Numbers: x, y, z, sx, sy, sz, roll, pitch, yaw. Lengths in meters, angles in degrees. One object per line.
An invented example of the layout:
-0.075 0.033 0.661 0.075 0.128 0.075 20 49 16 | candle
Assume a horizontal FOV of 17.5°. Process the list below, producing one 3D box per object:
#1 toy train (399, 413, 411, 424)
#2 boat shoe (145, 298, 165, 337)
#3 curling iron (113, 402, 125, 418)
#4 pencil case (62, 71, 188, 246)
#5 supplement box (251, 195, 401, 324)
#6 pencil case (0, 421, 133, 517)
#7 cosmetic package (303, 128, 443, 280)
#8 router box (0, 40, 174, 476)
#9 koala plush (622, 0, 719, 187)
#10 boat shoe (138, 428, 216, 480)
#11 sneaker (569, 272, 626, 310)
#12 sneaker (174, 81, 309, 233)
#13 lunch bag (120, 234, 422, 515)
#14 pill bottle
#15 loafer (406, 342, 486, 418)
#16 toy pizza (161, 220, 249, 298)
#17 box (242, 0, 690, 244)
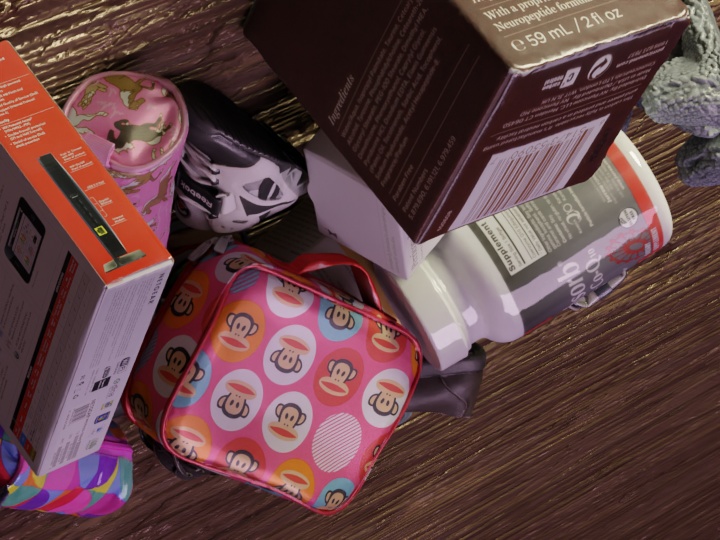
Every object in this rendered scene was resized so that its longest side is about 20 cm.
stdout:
-0.036 0.088 1.945 0.200 0.085 0.114 -11 149 -5 | toy train
-0.122 0.053 1.705 0.069 0.071 0.200 -44 157 13 | boat shoe
-0.183 0.103 1.791 0.050 0.026 0.200 -33 178 19 | curling iron
-0.160 -0.046 1.518 0.083 0.087 0.200 1 147 -12 | pencil case
0.000 0.000 1.763 0.200 0.074 0.126 -43 120 -15 | supplement box
-0.241 0.141 1.761 0.088 0.088 0.200 -42 161 9 | pencil case
0.054 -0.107 1.648 0.200 0.085 0.108 -52 157 -21 | cosmetic package
-0.201 -0.005 1.396 0.049 0.180 0.200 -23 155 -34 | router box
0.186 -0.145 1.821 0.200 0.184 0.177 -20 156 12 | koala plush
-0.130 0.135 1.839 0.065 0.073 0.200 -35 -172 -11 | boat shoe
0.174 -0.026 2.017 0.077 0.146 0.202 -43 160 8 | sneaker
-0.095 -0.064 1.593 0.089 0.074 0.200 -42 158 5 | sneaker
-0.054 0.066 1.650 0.200 0.082 0.176 28 90 -38 | lunch bag
0.117 -0.019 1.708 0.200 0.116 0.116 -32 158 -7 | pill bottle
0.002 0.100 1.856 0.200 0.071 0.073 -5 -167 1 | loafer
-0.161 0.036 1.750 0.200 0.032 0.200 -33 158 -15 | toy pizza
0.064 -0.156 1.489 0.166 0.200 0.164 -22 153 -38 | box
